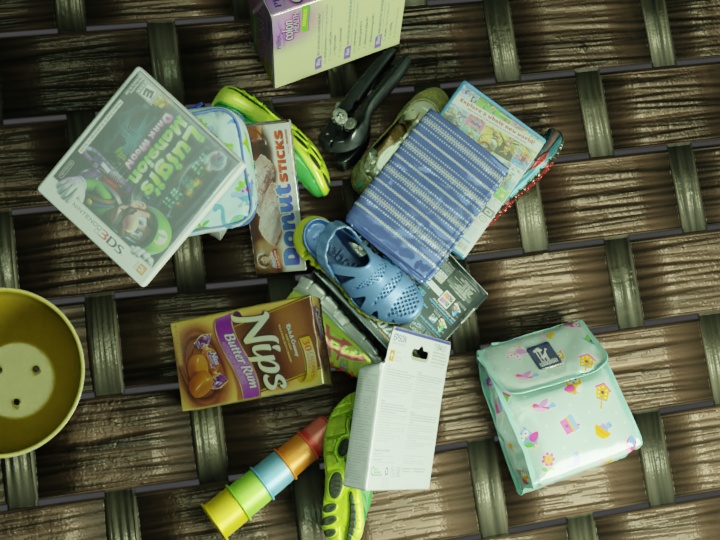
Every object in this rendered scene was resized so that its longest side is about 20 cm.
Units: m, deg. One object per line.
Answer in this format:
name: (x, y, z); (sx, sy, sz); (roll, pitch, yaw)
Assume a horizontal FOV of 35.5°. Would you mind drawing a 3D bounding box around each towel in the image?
towel: (0.090, -0.100, 1.511); (0.144, 0.024, 0.201); (37, 78, 5)

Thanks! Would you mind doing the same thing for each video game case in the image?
video game case: (-0.270, -0.115, 1.389); (0.181, 0.023, 0.201); (41, 93, 1)
video game case: (0.141, -0.138, 1.540); (0.142, 0.018, 0.201); (36, 84, 4)

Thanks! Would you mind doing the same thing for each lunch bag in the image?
lunch bag: (-0.232, -0.124, 1.437); (0.196, 0.082, 0.164); (-11, 94, 2)
lunch bag: (0.260, 0.176, 1.515); (0.168, 0.122, 0.203); (-16, 75, -9)

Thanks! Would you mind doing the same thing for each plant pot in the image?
plant pot: (-0.438, 0.133, 1.404); (0.196, 0.142, 0.204); (2, 79, -8)

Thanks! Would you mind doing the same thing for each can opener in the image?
can opener: (0.005, -0.238, 1.578); (0.063, 0.079, 0.202); (26, 69, 9)

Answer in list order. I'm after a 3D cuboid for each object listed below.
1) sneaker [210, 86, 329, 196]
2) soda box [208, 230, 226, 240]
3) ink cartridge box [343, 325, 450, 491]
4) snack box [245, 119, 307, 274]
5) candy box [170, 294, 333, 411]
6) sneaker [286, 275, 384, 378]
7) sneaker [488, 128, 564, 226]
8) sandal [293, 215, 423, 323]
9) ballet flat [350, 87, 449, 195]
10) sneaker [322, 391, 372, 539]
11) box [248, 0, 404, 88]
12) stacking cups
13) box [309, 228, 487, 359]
sneaker: (-0.124, -0.167, 1.542); (0.199, 0.074, 0.084); (39, 108, -7)
soda box: (-0.256, -0.123, 1.515); (0.198, 0.063, 0.069); (31, 79, -2)
ink cartridge box: (0.050, 0.179, 1.442); (0.040, 0.199, 0.204); (7, 83, 28)
snack box: (-0.117, -0.097, 1.504); (0.071, 0.024, 0.203); (-5, 107, 4)
candy box: (-0.142, 0.108, 1.465); (0.197, 0.056, 0.119); (-12, 81, 10)
sneaker: (-0.035, 0.107, 1.510); (0.090, 0.078, 0.200); (-43, 82, -6)
sneaker: (0.201, -0.146, 1.582); (0.200, 0.079, 0.096); (-42, 86, -13)
sandal: (0.000, 0.000, 1.472); (0.199, 0.087, 0.080); (35, 76, -8)
ballet flat: (0.063, -0.184, 1.574); (0.071, 0.071, 0.200); (42, 77, 0)
sneaker: (-0.015, 0.257, 1.476); (0.073, 0.084, 0.204); (9, 84, 4)
box: (-0.046, -0.362, 1.524); (0.197, 0.176, 0.098); (-22, 71, -11)
stacking cups: (-0.116, 0.268, 1.480); (0.199, 0.061, 0.061); (-38, 87, -18)
box: (0.053, 0.021, 1.547); (0.200, 0.046, 0.159); (45, 77, 1)
